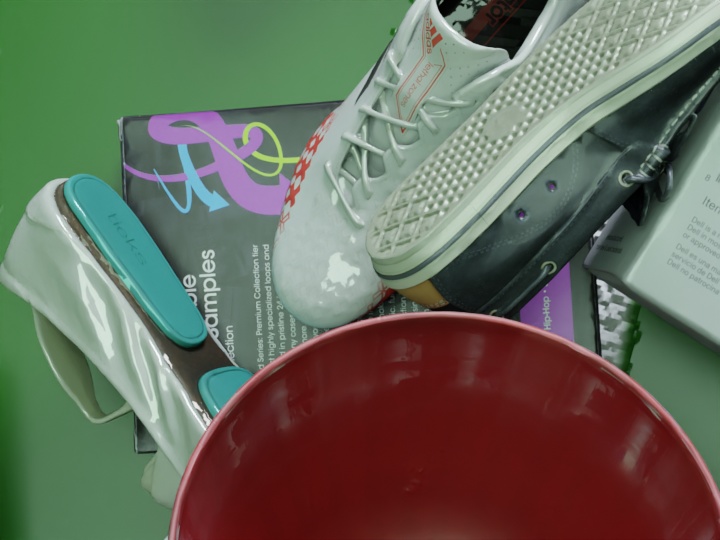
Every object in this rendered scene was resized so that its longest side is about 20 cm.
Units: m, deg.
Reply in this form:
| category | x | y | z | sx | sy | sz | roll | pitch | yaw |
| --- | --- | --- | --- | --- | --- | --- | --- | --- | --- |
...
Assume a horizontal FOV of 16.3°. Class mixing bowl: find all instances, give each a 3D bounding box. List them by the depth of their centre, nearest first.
| category | x | y | z | sx | sy | sz | roll | pitch | yaw |
| --- | --- | --- | --- | --- | --- | --- | --- | --- | --- |
| mixing bowl | 0.028 | 0.128 | 0.903 | 0.198 | 0.109 | 0.202 | 3 | 57 | -5 |

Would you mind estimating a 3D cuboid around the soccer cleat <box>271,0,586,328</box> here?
| category | x | y | z | sx | sy | sz | roll | pitch | yaw |
| --- | --- | --- | --- | --- | --- | --- | --- | --- | --- |
| soccer cleat | 0.027 | -0.067 | 0.995 | 0.068 | 0.085 | 0.201 | 36 | 88 | 9 |

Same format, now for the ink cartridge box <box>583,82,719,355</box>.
| category | x | y | z | sx | sy | sz | roll | pitch | yaw |
| --- | --- | --- | --- | --- | --- | --- | --- | --- | --- |
| ink cartridge box | 0.203 | -0.047 | 0.992 | 0.145 | 0.088 | 0.201 | 30 | 91 | -6 |

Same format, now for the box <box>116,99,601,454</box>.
| category | x | y | z | sx | sy | sz | roll | pitch | yaw |
| --- | --- | --- | --- | --- | --- | --- | --- | --- | --- |
| box | 0.000 | 0.000 | 1.052 | 0.198 | 0.036 | 0.144 | -3 | 84 | 5 |

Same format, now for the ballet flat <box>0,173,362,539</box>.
| category | x | y | z | sx | sy | sz | roll | pitch | yaw |
| --- | --- | --- | --- | --- | --- | --- | --- | --- | --- |
| ballet flat | -0.076 | 0.052 | 1.014 | 0.069 | 0.069 | 0.200 | -39 | 78 | 2 |

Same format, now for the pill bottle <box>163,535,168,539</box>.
| category | x | y | z | sx | sy | sz | roll | pitch | yaw |
| --- | --- | --- | --- | --- | --- | --- | --- | --- | --- |
| pill bottle | -0.002 | 0.182 | 0.997 | 0.199 | 0.111 | 0.112 | 25 | 88 | 8 |

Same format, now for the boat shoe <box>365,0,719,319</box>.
| category | x | y | z | sx | sy | sz | roll | pitch | yaw |
| --- | --- | --- | --- | --- | --- | --- | --- | --- | --- |
| boat shoe | 0.092 | -0.052 | 0.950 | 0.200 | 0.075 | 0.062 | -43 | 115 | 2 |
